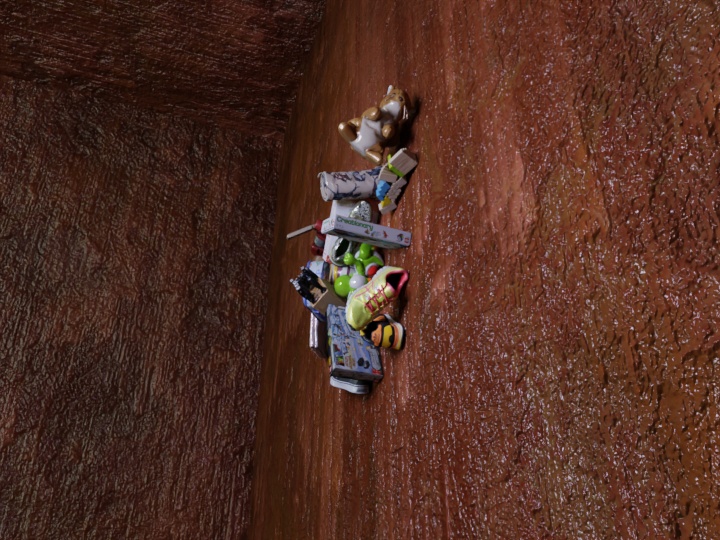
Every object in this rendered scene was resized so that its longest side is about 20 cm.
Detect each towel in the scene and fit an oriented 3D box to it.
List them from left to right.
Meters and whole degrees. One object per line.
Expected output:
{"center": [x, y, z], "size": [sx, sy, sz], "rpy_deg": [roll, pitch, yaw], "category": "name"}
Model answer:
{"center": [-0.134, 0.185, 1.808], "size": [0.201, 0.031, 0.196], "rpy_deg": [72, -162, -69], "category": "towel"}

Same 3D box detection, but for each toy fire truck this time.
{"center": [-0.133, -0.098, 1.735], "size": [0.176, 0.197, 0.131], "rpy_deg": [125, 168, -59], "category": "toy fire truck"}

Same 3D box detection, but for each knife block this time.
{"center": [-0.097, 0.079, 1.444], "size": [0.064, 0.200, 0.175], "rpy_deg": [-45, -5, 6], "category": "knife block"}

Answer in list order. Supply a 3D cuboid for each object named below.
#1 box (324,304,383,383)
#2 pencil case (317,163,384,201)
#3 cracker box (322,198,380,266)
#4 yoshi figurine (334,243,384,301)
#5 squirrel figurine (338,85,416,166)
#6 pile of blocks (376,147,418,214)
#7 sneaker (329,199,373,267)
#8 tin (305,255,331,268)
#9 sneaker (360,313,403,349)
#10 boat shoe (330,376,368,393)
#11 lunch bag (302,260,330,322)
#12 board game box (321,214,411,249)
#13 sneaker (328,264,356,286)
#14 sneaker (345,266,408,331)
{"center": [-0.019, 0.186, 1.381], "size": [0.203, 0.134, 0.040], "rpy_deg": [-97, 28, -44], "category": "box"}
{"center": [-0.017, -0.241, 1.480], "size": [0.078, 0.195, 0.091], "rpy_deg": [101, 159, -57], "category": "pencil case"}
{"center": [-0.026, -0.117, 1.564], "size": [0.058, 0.131, 0.205], "rpy_deg": [-143, 63, -71], "category": "cracker box"}
{"center": [-0.014, -0.005, 1.458], "size": [0.111, 0.111, 0.204], "rpy_deg": [-3, 66, 61], "category": "yoshi figurine"}
{"center": [0.053, -0.382, 1.395], "size": [0.188, 0.141, 0.200], "rpy_deg": [-52, 0, 2], "category": "squirrel figurine"}
{"center": [0.077, -0.239, 1.375], "size": [0.202, 0.080, 0.063], "rpy_deg": [115, 157, -43], "category": "pile of blocks"}
{"center": [-0.023, -0.100, 1.482], "size": [0.203, 0.076, 0.089], "rpy_deg": [-64, 0, 2], "category": "sneaker"}
{"center": [-0.126, 0.004, 1.789], "size": [0.043, 0.110, 0.200], "rpy_deg": [-66, 10, -21], "category": "tin"}
{"center": [0.035, 0.142, 1.306], "size": [0.200, 0.088, 0.072], "rpy_deg": [-167, 86, -73], "category": "sneaker"}
{"center": [-0.032, 0.290, 1.473], "size": [0.199, 0.072, 0.070], "rpy_deg": [168, 106, -71], "category": "boat shoe"}
{"center": [-0.121, 0.069, 1.658], "size": [0.201, 0.074, 0.164], "rpy_deg": [58, -146, -61], "category": "lunch bag"}
{"center": [0.012, -0.092, 1.315], "size": [0.126, 0.196, 0.035], "rpy_deg": [174, 107, -71], "category": "board game box"}
{"center": [-0.044, 0.048, 1.604], "size": [0.201, 0.088, 0.077], "rpy_deg": [84, -168, -65], "category": "sneaker"}
{"center": [0.041, 0.058, 1.249], "size": [0.201, 0.078, 0.090], "rpy_deg": [-51, 21, -26], "category": "sneaker"}
